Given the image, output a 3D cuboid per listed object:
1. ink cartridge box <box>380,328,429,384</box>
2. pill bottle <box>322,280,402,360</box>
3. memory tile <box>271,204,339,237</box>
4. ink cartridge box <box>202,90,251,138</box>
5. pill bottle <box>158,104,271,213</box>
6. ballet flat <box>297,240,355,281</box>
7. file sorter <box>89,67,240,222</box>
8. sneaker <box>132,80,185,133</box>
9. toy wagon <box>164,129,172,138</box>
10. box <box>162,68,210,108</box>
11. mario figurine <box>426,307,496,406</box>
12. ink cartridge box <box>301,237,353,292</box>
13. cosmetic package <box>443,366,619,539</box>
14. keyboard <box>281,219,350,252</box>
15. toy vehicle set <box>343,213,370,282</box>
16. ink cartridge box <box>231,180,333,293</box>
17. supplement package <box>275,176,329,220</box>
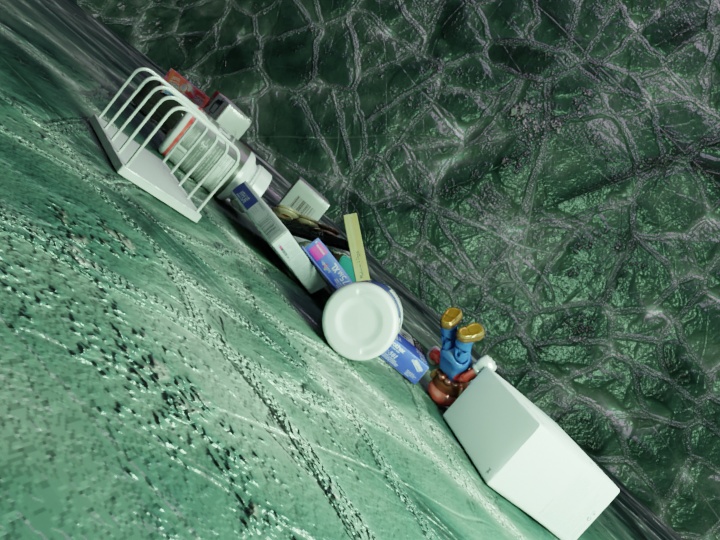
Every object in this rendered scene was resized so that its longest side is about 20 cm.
[{"bbox_3d":[0.077,0.149,1.213,0.094,0.044,0.200,39,5,-3],"label":"ink cartridge box"},{"bbox_3d":[0.010,0.071,0.983,0.111,0.111,0.200,41,4,5],"label":"pill bottle"},{"bbox_3d":[-0.137,-0.100,1.407,0.152,0.017,0.200,24,-9,-19],"label":"memory tile"},{"bbox_3d":[-0.404,-0.414,1.803,0.085,0.148,0.200,37,5,-32],"label":"ink cartridge box"},{"bbox_3d":[-0.275,-0.211,1.222,0.199,0.114,0.114,39,5,-22],"label":"pill bottle"},{"bbox_3d":[-0.072,-0.019,1.415,0.199,0.072,0.072,34,8,-47],"label":"ballet flat"},{"bbox_3d":[-0.286,-0.194,0.936,0.138,0.125,0.200,37,6,-45],"label":"file sorter"},{"bbox_3d":[-0.428,-0.358,1.468,0.200,0.091,0.076,41,3,-17],"label":"sneaker"},{"bbox_3d":[-0.330,-0.225,1.360,0.200,0.040,0.155,37,7,-42],"label":"toy wagon"},{"bbox_3d":[-0.567,-0.557,2.065,0.095,0.103,0.200,41,6,13],"label":"box"},{"bbox_3d":[0.178,0.159,1.144,0.105,0.202,0.124,1,38,-5],"label":"mario figurine"},{"bbox_3d":[-0.052,0.009,1.173,0.120,0.042,0.200,52,-3,8],"label":"ink cartridge box"},{"bbox_3d":[0.266,0.289,1.019,0.199,0.123,0.199,38,6,-20],"label":"cosmetic package"},{"bbox_3d":[-0.110,-0.077,1.365,0.198,0.021,0.127,16,-10,28],"label":"keyboard"},{"bbox_3d":[0.000,0.000,1.242,0.124,0.026,0.203,86,-7,-79],"label":"toy vehicle set"},{"bbox_3d":[-0.141,-0.045,1.162,0.196,0.043,0.201,46,-9,45],"label":"ink cartridge box"},{"bbox_3d":[-0.169,-0.190,1.839,0.117,0.118,0.200,39,6,-10],"label":"supplement package"}]
